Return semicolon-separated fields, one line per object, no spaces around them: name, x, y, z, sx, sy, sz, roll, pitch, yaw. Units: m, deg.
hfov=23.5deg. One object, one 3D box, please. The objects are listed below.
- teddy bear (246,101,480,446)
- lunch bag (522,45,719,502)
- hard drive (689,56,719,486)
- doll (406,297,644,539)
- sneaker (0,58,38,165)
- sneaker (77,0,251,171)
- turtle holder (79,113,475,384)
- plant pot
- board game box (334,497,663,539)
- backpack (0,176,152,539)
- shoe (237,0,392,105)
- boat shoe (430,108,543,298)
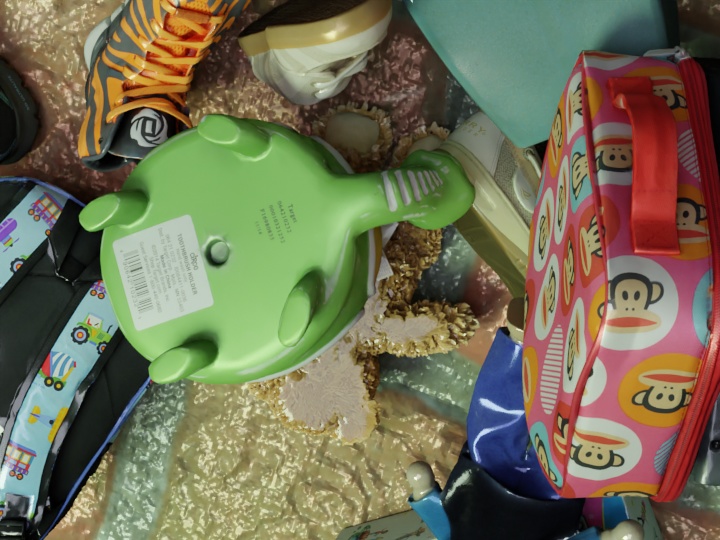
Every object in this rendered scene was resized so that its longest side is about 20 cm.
teddy bear;0.000;0.000;1.033;0.144;0.067;0.201;1;98;6
lunch bag;0.127;-0.009;0.828;0.081;0.201;0.177;4;137;-2
hard drive;0.182;-0.006;0.893;0.033;0.140;0.201;3;101;-1
doll;0.094;0.121;0.962;0.136;0.048;0.201;19;115;9
sneaker;-0.278;-0.146;1.056;0.073;0.082;0.200;-41;90;23
sneaker;-0.101;-0.117;0.964;0.077;0.113;0.200;13;147;-21
turtle holder;-0.046;-0.023;0.934;0.141;0.132;0.186;45;106;16
plant pot;0.092;-0.180;0.917;0.141;0.141;0.201;-21;106;20
board game box;0.093;0.211;1.055;0.199;0.064;0.148;-19;99;19
backpack;-0.218;0.047;1.059;0.182;0.135;0.200;36;87;-8
shoe;-0.018;-0.122;0.940;0.070;0.200;0.054;-30;102;-9
boat shoe;0.116;-0.003;0.984;0.063;0.073;0.201;-42;100;-13
